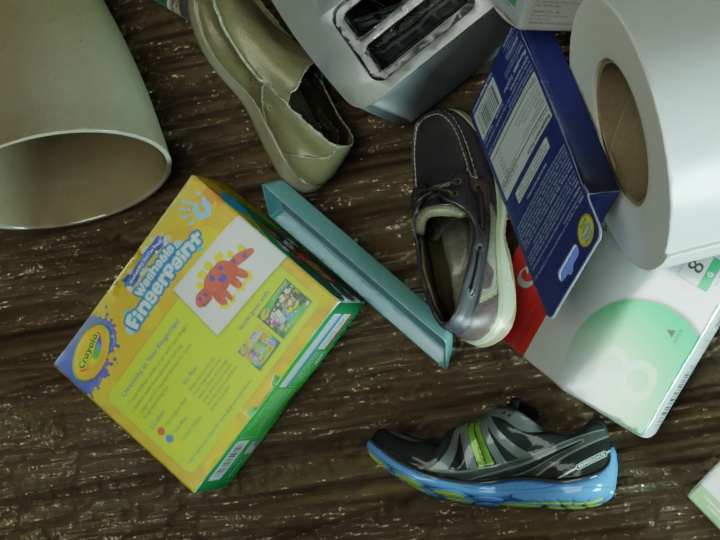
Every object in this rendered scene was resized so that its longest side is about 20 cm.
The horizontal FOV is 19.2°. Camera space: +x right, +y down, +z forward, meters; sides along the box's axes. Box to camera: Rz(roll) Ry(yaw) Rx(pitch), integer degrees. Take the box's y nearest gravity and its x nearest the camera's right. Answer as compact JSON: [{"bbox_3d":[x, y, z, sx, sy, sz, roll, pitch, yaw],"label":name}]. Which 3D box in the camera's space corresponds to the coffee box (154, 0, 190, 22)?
[{"bbox_3d":[-0.173,-0.294,1.781,0.200,0.044,0.123,33,99,18],"label":"coffee box"}]

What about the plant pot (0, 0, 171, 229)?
[{"bbox_3d":[-0.265,-0.162,1.753,0.187,0.187,0.201,-20,69,18],"label":"plant pot"}]

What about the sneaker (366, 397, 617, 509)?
[{"bbox_3d":[0.104,0.141,1.663,0.199,0.071,0.083,1,75,19],"label":"sneaker"}]

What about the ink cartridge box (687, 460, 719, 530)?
[{"bbox_3d":[0.364,0.147,1.574,0.146,0.048,0.200,46,105,16],"label":"ink cartridge box"}]

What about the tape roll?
[{"bbox_3d":[0.247,-0.112,1.514,0.139,0.203,0.203,-14,83,-10],"label":"tape roll"}]

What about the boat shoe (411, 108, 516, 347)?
[{"bbox_3d":[0.072,-0.040,1.655,0.072,0.065,0.201,-21,67,32],"label":"boat shoe"}]

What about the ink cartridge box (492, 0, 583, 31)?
[{"bbox_3d":[0.198,-0.270,1.554,0.050,0.161,0.200,48,131,46],"label":"ink cartridge box"}]

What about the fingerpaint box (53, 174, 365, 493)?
[{"bbox_3d":[-0.123,0.051,1.737,0.167,0.073,0.200,39,101,16],"label":"fingerpaint box"}]

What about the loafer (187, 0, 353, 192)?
[{"bbox_3d":[-0.066,-0.162,1.707,0.067,0.076,0.200,-26,100,35],"label":"loafer"}]

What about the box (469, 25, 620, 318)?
[{"bbox_3d":[0.140,-0.076,1.594,0.032,0.121,0.200,-5,58,-21],"label":"box"}]

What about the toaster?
[{"bbox_3d":[0.026,-0.229,1.669,0.200,0.119,0.181,-37,76,15],"label":"toaster"}]

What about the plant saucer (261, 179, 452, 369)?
[{"bbox_3d":[0.000,0.000,1.701,0.200,0.070,0.019,42,76,16],"label":"plant saucer"}]

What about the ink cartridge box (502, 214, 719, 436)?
[{"bbox_3d":[0.178,0.009,1.636,0.200,0.050,0.161,31,98,16],"label":"ink cartridge box"}]
